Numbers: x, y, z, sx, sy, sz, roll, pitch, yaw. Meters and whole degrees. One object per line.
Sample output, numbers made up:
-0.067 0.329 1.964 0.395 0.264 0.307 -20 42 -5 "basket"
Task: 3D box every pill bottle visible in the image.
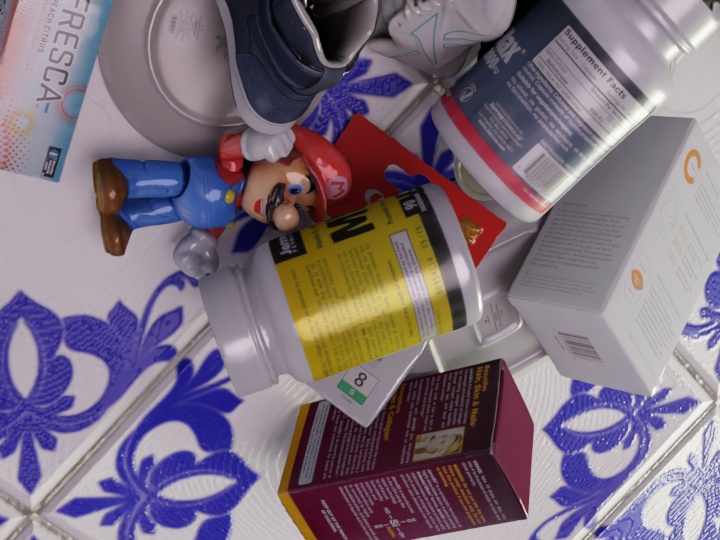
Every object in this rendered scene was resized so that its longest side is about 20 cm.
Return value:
0.160 -0.144 1.017 0.200 0.120 0.119 -43 123 15 "pill bottle"
-0.015 0.018 1.051 0.197 0.115 0.116 -20 120 -3 "pill bottle"

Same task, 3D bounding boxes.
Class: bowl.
0.103 0.027 1.213 0.198 0.075 0.202 -26 122 -10 "bowl"

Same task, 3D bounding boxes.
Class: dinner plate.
-0.102 -0.177 1.059 0.197 0.024 0.203 -9 116 -19 "dinner plate"

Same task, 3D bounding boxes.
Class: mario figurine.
-0.101 -0.052 1.055 0.197 0.123 0.108 -10 90 -9 "mario figurine"

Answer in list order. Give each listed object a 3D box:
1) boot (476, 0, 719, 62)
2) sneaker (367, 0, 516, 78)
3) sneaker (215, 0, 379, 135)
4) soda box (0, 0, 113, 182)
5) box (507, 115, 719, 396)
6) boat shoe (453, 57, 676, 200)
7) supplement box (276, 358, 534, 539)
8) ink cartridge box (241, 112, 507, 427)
0.205 -0.215 1.150 0.161 0.073 0.200 17 111 -37 "boot"
0.061 -0.199 1.033 0.079 0.200 0.072 5 72 -17 "sneaker"
-0.055 -0.214 0.952 0.076 0.146 0.205 -13 82 -28 "sneaker"
-0.223 -0.171 0.985 0.068 0.064 0.202 12 108 -27 "soda box"
0.227 -0.017 1.177 0.125 0.097 0.201 51 61 -40 "box"
0.164 -0.128 1.116 0.199 0.066 0.075 -39 94 15 "boat shoe"
0.041 0.161 1.174 0.197 0.111 0.086 -14 125 22 "supplement box"
0.000 0.000 1.124 0.160 0.050 0.201 36 102 3 "ink cartridge box"
